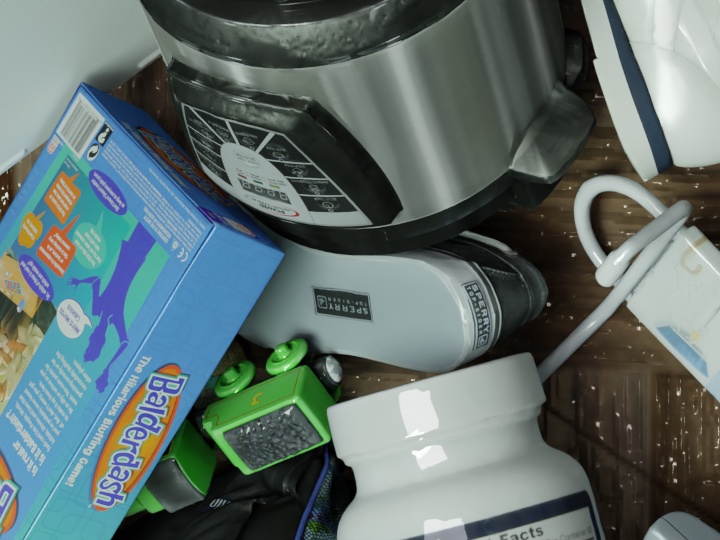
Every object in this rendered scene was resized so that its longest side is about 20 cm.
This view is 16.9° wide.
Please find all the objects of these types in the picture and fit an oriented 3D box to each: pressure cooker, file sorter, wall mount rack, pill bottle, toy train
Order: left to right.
[{"bbox_3d":[-0.166,-0.168,1.094,0.124,0.139,0.200,38,148,20],"label":"file sorter"},{"bbox_3d":[-0.094,0.089,1.131,0.200,0.056,0.042,-25,119,25],"label":"toy train"},{"bbox_3d":[0.003,-0.105,1.048,0.178,0.200,0.176,-18,55,2],"label":"pressure cooker"},{"bbox_3d":[0.055,0.143,1.050,0.116,0.116,0.200,-16,84,23],"label":"pill bottle"},{"bbox_3d":[0.138,0.063,1.084,0.200,0.075,0.174,47,147,12],"label":"wall mount rack"}]

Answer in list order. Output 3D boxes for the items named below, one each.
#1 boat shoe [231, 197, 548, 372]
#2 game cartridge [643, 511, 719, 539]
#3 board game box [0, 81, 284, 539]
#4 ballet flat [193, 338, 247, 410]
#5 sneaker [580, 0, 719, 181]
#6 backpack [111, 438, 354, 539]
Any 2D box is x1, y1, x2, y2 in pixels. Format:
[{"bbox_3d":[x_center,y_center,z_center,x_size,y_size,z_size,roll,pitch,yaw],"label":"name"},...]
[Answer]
[{"bbox_3d":[0.000,-0.003,1.129,0.199,0.068,0.074,7,111,46],"label":"boat shoe"},{"bbox_3d":[0.184,0.210,1.060,0.200,0.040,0.133,43,139,19],"label":"game cartridge"},{"bbox_3d":[-0.132,0.035,1.100,0.200,0.045,0.152,-57,40,11],"label":"board game box"},{"bbox_3d":[-0.153,0.062,1.200,0.200,0.071,0.071,-9,93,23],"label":"ballet flat"},{"bbox_3d":[0.130,-0.143,1.068,0.080,0.076,0.200,-16,94,10],"label":"sneaker"},{"bbox_3d":[-0.068,0.193,1.109,0.183,0.200,0.147,-28,105,21],"label":"backpack"}]
